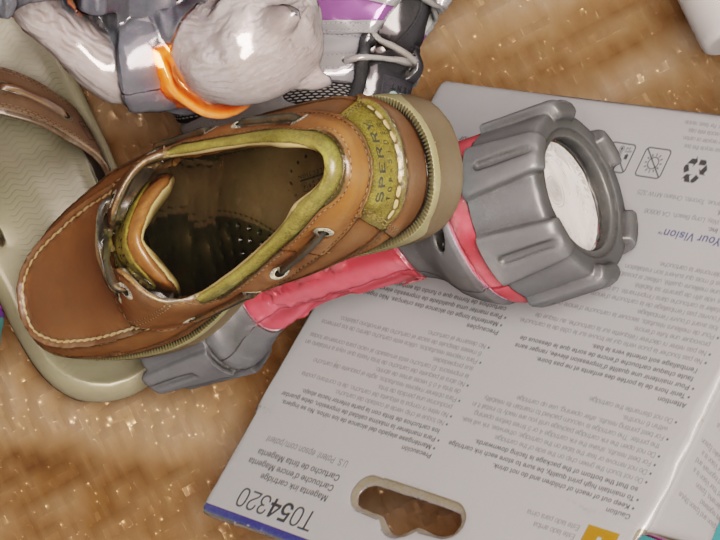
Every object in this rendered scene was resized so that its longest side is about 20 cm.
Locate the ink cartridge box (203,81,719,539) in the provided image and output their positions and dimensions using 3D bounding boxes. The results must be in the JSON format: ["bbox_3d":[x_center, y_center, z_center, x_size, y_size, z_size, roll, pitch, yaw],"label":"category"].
[{"bbox_3d":[0.061,0.030,0.806,0.043,0.196,0.200,41,72,-40],"label":"ink cartridge box"}]

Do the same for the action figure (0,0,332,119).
[{"bbox_3d":[-0.067,-0.113,0.799,0.200,0.105,0.193,-25,39,-28],"label":"action figure"}]

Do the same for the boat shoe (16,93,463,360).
[{"bbox_3d":[-0.061,-0.017,0.774,0.200,0.068,0.072,-25,79,38],"label":"boat shoe"}]

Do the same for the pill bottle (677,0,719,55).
[{"bbox_3d":[0.132,-0.193,0.877,0.119,0.120,0.201,-23,83,-6],"label":"pill bottle"}]

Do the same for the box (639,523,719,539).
[{"bbox_3d":[0.139,0.060,0.856,0.199,0.049,0.082,-9,46,-4],"label":"box"}]

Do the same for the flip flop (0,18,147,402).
[{"bbox_3d":[-0.136,-0.040,0.872,0.081,0.058,0.200,-28,84,-6],"label":"flip flop"}]

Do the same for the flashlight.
[{"bbox_3d":[0.000,0.000,0.807,0.200,0.068,0.068,-20,86,33],"label":"flashlight"}]

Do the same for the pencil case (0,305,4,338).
[{"bbox_3d":[-0.198,0.090,0.835,0.085,0.092,0.201,25,77,-41],"label":"pencil case"}]

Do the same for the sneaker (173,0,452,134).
[{"bbox_3d":[0.015,-0.089,0.852,0.200,0.078,0.140,-26,71,20],"label":"sneaker"}]
